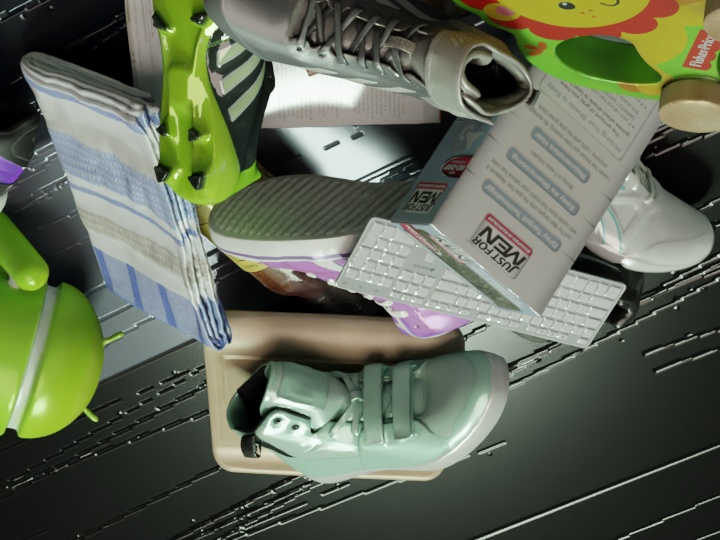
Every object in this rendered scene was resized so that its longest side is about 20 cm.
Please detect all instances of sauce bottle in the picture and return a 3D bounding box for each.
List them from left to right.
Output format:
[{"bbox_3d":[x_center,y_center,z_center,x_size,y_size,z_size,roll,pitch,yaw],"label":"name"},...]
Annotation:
[{"bbox_3d":[-0.064,-0.028,1.269,0.066,0.066,0.200,-32,127,24],"label":"sauce bottle"}]

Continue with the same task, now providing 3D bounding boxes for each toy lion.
[{"bbox_3d":[0.134,-0.154,1.022,0.190,0.069,0.200,9,162,2],"label":"toy lion"}]

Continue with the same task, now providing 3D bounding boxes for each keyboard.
[{"bbox_3d":[0.080,0.009,1.191,0.199,0.011,0.056,14,127,-28],"label":"keyboard"}]

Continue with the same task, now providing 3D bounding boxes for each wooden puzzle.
[{"bbox_3d":[-0.021,0.090,1.357,0.183,0.038,0.201,2,145,-1],"label":"wooden puzzle"}]

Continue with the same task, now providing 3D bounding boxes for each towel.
[{"bbox_3d":[-0.156,-0.046,1.224,0.146,0.024,0.201,25,141,41],"label":"towel"}]

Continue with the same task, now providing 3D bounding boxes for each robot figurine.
[{"bbox_3d":[-0.272,0.051,1.301,0.198,0.116,0.177,16,119,-11],"label":"robot figurine"}]

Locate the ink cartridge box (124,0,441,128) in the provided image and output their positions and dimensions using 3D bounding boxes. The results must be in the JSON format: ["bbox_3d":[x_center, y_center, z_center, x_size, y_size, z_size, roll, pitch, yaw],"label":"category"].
[{"bbox_3d":[-0.047,-0.149,1.181,0.198,0.051,0.110,-1,128,1],"label":"ink cartridge box"}]

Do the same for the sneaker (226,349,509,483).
[{"bbox_3d":[-0.001,0.092,1.256,0.199,0.074,0.118,-23,144,35],"label":"sneaker"}]

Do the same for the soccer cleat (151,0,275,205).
[{"bbox_3d":[-0.084,-0.140,1.113,0.067,0.081,0.202,18,114,29],"label":"soccer cleat"}]

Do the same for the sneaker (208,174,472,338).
[{"bbox_3d":[0.000,0.000,1.215,0.198,0.073,0.115,1,130,2],"label":"sneaker"}]

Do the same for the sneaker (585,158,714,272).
[{"bbox_3d":[0.159,-0.062,1.233,0.199,0.071,0.081,23,123,-15],"label":"sneaker"}]

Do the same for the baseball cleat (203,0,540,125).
[{"bbox_3d":[0.013,-0.135,1.042,0.198,0.106,0.070,12,99,-24],"label":"baseball cleat"}]

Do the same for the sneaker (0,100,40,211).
[{"bbox_3d":[-0.297,-0.125,1.200,0.199,0.070,0.100,30,116,-23],"label":"sneaker"}]

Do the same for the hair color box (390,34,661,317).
[{"bbox_3d":[0.117,-0.083,1.147,0.099,0.061,0.201,38,77,-23],"label":"hair color box"}]

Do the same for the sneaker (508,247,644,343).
[{"bbox_3d":[0.105,0.007,1.274,0.198,0.091,0.067,1,128,1],"label":"sneaker"}]

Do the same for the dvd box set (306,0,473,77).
[{"bbox_3d":[-0.002,-0.233,1.088,0.145,0.029,0.201,-19,111,10],"label":"dvd box set"}]
